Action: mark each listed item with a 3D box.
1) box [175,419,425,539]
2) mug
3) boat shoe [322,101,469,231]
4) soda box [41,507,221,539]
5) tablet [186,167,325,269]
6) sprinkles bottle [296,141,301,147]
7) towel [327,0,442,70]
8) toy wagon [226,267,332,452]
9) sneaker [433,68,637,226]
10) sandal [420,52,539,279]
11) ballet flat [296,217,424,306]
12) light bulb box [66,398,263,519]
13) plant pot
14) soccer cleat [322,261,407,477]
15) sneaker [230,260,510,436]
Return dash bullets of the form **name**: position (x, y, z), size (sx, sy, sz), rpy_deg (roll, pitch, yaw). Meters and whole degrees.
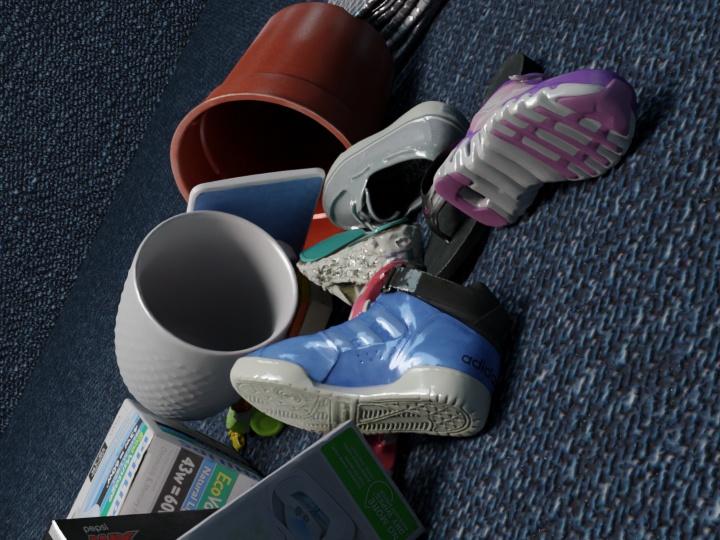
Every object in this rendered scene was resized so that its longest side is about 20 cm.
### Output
- **box**: position (-0.083, 0.212, 0.961), size (0.176, 0.097, 0.200), rpy_deg (-31, -6, -37)
- **mug**: position (-0.132, 0.042, 1.300), size (0.200, 0.148, 0.176), rpy_deg (-40, -13, -36)
- **boat shoe**: position (0.019, -0.074, 1.236), size (0.201, 0.070, 0.072), rpy_deg (-36, 27, 51)
- **soda box**: position (-0.159, 0.233, 1.109), size (0.071, 0.199, 0.064), rpy_deg (46, 115, 33)
- **tablet**: position (-0.111, -0.023, 1.344), size (0.200, 0.129, 0.014), rpy_deg (110, 144, -50)
- **sprinkles bottle**: position (-0.098, -0.065, 1.574), size (0.200, 0.068, 0.068), rpy_deg (-55, 19, 27)
- **towel**: position (0.031, -0.305, 1.508), size (0.200, 0.085, 0.166), rpy_deg (-52, 22, 34)
- **toy wagon**: position (-0.085, 0.090, 1.360), size (0.200, 0.039, 0.155), rpy_deg (-55, 19, 25)
- **sneaker**: position (0.122, -0.102, 0.974), size (0.089, 0.080, 0.200), rpy_deg (-63, 14, -24)
- **sandal**: position (0.080, -0.083, 1.109), size (0.075, 0.048, 0.201), rpy_deg (-23, 43, 65)
- **ballet flat**: position (0.000, 0.000, 1.202), size (0.072, 0.071, 0.200), rpy_deg (-67, 17, -11)
- **light bulb box**: position (-0.193, 0.244, 1.315), size (0.199, 0.124, 0.200), rpy_deg (-65, 16, -4)
- **plant pot**: position (-0.060, -0.149, 1.404), size (0.201, 0.200, 0.196), rpy_deg (-47, 16, 44)
- **soccer cleat**: position (0.007, 0.085, 1.065), size (0.076, 0.066, 0.201), rpy_deg (133, 154, -56)
- **sneaker**: position (0.009, 0.050, 0.984), size (0.199, 0.077, 0.112), rpy_deg (-2, 53, 34)
